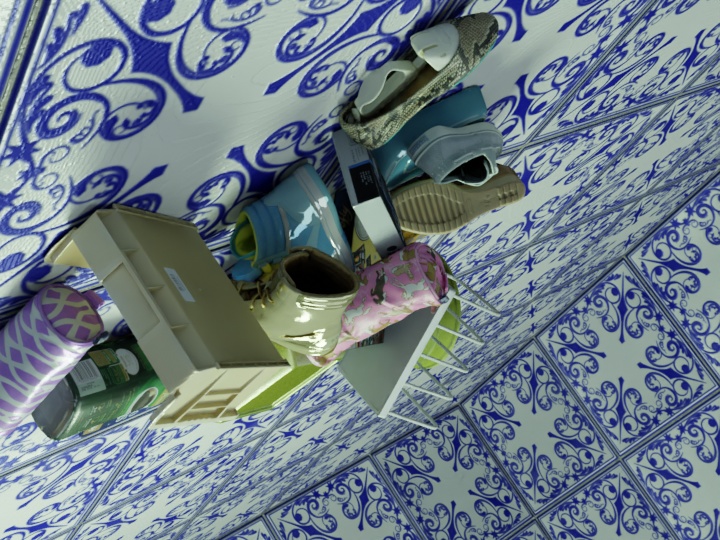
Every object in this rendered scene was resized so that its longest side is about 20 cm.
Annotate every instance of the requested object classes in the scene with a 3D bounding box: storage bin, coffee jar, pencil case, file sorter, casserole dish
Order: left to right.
[{"bbox_3d":[-0.349,0.094,1.137,0.200,0.084,0.086,-41,-173,26],"label":"pencil case"},{"bbox_3d":[-0.303,0.134,1.335,0.199,0.086,0.104,-15,152,-50],"label":"coffee jar"},{"bbox_3d":[-0.191,0.047,1.088,0.093,0.201,0.198,-39,165,13],"label":"storage bin"},{"bbox_3d":[0.011,0.043,1.312,0.199,0.087,0.083,-27,-178,20],"label":"pencil case"},{"bbox_3d":[0.086,0.100,1.529,0.124,0.139,0.201,21,103,-35],"label":"file sorter"},{"bbox_3d":[0.085,-0.162,1.366,0.199,0.039,0.121,-29,164,-26],"label":"casserole dish"}]

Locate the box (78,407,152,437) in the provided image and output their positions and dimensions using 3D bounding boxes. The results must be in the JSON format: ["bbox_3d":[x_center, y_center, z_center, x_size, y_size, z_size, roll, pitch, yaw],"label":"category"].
[{"bbox_3d":[-0.325,0.174,1.518,0.199,0.033,0.121,-19,158,-44],"label":"box"}]

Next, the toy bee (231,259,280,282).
[{"bbox_3d":[-0.117,0.033,1.348,0.130,0.109,0.201,34,91,-34],"label":"toy bee"}]

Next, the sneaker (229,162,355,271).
[{"bbox_3d":[-0.085,-0.029,1.284,0.130,0.080,0.201,-30,141,-8],"label":"sneaker"}]

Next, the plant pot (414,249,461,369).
[{"bbox_3d":[0.018,0.063,1.660,0.191,0.202,0.201,-5,149,-39],"label":"plant pot"}]

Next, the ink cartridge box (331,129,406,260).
[{"bbox_3d":[0.016,-0.081,1.277,0.039,0.100,0.200,-18,156,5],"label":"ink cartridge box"}]

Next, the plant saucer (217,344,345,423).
[{"bbox_3d":[-0.115,0.139,1.436,0.199,0.048,0.199,-36,166,22],"label":"plant saucer"}]

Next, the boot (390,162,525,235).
[{"bbox_3d":[0.108,-0.104,1.441,0.198,0.073,0.166,-10,-163,-13],"label":"boot"}]

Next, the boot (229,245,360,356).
[{"bbox_3d":[-0.106,0.024,1.204,0.156,0.198,0.073,115,-9,-60],"label":"boot"}]

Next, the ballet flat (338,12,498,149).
[{"bbox_3d":[0.055,-0.205,1.136,0.200,0.068,0.075,-39,144,21],"label":"ballet flat"}]

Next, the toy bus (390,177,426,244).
[{"bbox_3d":[0.108,-0.097,1.559,0.199,0.065,0.078,-25,163,-34],"label":"toy bus"}]

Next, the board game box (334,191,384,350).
[{"bbox_3d":[0.000,0.000,1.433,0.135,0.034,0.203,-2,100,-64],"label":"board game box"}]

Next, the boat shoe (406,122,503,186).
[{"bbox_3d":[0.130,-0.134,1.334,0.070,0.072,0.200,-43,164,30],"label":"boat shoe"}]
